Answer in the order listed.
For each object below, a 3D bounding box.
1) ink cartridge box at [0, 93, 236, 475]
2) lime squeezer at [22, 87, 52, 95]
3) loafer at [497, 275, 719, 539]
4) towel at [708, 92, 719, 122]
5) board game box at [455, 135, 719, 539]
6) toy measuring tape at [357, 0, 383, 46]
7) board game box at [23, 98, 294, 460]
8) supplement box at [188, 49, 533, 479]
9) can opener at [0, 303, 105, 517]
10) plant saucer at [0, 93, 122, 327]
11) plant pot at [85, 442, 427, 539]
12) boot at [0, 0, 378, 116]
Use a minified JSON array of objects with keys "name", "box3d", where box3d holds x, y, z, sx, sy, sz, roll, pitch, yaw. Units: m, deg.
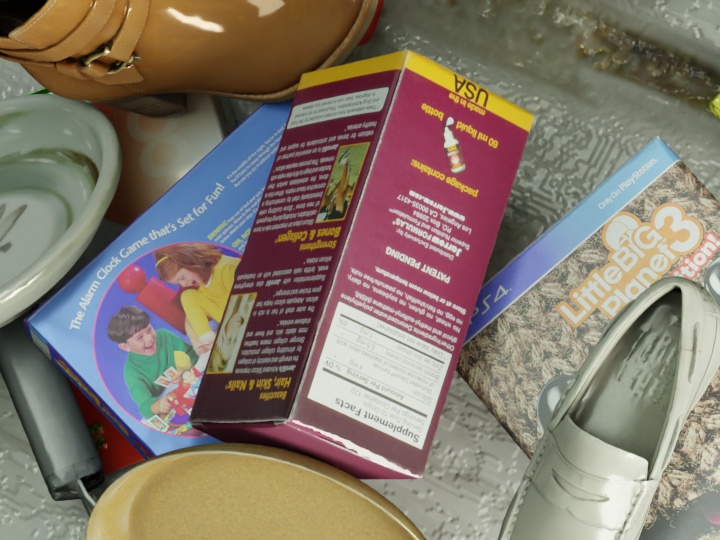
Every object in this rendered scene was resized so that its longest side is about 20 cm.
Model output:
[{"name":"ink cartridge box","box3d":[-0.131,0.002,1.605,0.162,0.050,0.201,-21,66,11]},{"name":"lime squeezer","box3d":[-0.107,-0.134,1.631,0.200,0.071,0.038,-32,82,38]},{"name":"loafer","box3d":[0.112,0.092,1.384,0.070,0.070,0.200,23,82,22]},{"name":"towel","box3d":[0.272,-0.036,1.469,0.086,0.018,0.200,-39,88,5]},{"name":"board game box","box3d":[0.163,0.064,1.468,0.159,0.097,0.200,-41,67,2]},{"name":"toy measuring tape","box3d":[-0.010,-0.181,1.624,0.073,0.074,0.200,10,55,20]},{"name":"board game box","box3d":[-0.061,0.012,1.542,0.200,0.045,0.134,-42,82,-11]},{"name":"supplement box","box3d":[0.000,0.000,1.457,0.110,0.085,0.201,-7,62,60]},{"name":"can opener","box3d":[-0.143,0.098,1.567,0.067,0.053,0.200,-21,79,-9]},{"name":"plant saucer","box3d":[-0.212,-0.014,1.561,0.200,0.050,0.200,-18,36,13]},{"name":"plant pot","box3d":[-0.042,0.156,1.472,0.199,0.200,0.028,4,41,18]},{"name":"boot","box3d":[-0.105,-0.140,1.501,0.200,0.155,0.077,-10,71,37]}]
